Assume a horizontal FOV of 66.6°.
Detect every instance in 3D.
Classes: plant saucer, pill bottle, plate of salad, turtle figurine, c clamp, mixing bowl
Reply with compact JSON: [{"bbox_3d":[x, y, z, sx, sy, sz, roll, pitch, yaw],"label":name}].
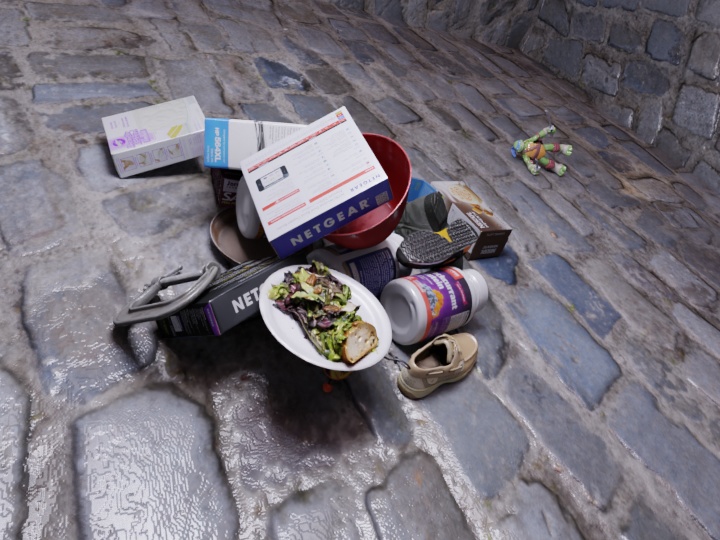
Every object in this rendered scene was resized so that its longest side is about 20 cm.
[{"bbox_3d":[-0.185,-0.054,1.028,0.194,0.033,0.203,15,37,-11],"label":"plant saucer"},{"bbox_3d":[0.138,0.055,0.986,0.196,0.113,0.112,-13,47,-38],"label":"pill bottle"},{"bbox_3d":[-0.043,0.052,0.758,0.194,0.049,0.203,17,36,-12],"label":"plate of salad"},{"bbox_3d":[0.607,-0.383,1.782,0.188,0.199,0.149,11,70,-21],"label":"turtle figurine"},{"bbox_3d":[-0.273,0.023,0.793,0.196,0.028,0.171,-7,27,40],"label":"c clamp"},{"bbox_3d":[-0.124,-0.118,1.018,0.195,0.118,0.117,-1,41,-30],"label":"pill bottle"},{"bbox_3d":[-0.004,-0.113,0.904,0.194,0.109,0.205,-7,58,11],"label":"mixing bowl"},{"bbox_3d":[0.000,0.000,0.982,0.197,0.118,0.116,-19,51,-42],"label":"pill bottle"}]

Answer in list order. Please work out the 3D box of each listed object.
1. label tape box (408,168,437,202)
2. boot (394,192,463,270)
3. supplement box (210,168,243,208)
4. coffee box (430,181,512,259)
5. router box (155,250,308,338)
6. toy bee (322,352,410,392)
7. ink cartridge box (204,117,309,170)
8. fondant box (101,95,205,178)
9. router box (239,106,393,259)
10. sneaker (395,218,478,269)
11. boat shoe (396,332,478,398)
[{"bbox_3d":[0.063,-0.169,1.209,0.062,0.147,0.201,-10,46,-37],"label":"label tape box"},{"bbox_3d":[0.134,-0.059,1.152,0.128,0.205,0.067,-11,14,40],"label":"boot"},{"bbox_3d":[-0.243,-0.190,1.119,0.106,0.062,0.201,4,27,-22],"label":"supplement box"},{"bbox_3d":[0.249,-0.124,1.305,0.112,0.081,0.201,-6,44,-33],"label":"coffee box"},{"bbox_3d":[-0.188,0.034,0.821,0.146,0.052,0.199,-9,16,40],"label":"router box"},{"bbox_3d":[-0.039,0.117,0.813,0.198,0.131,0.110,35,80,29],"label":"toy bee"},{"bbox_3d":[-0.166,-0.222,0.991,0.193,0.087,0.146,6,11,2],"label":"ink cartridge box"},{"bbox_3d":[-0.413,-0.278,1.123,0.195,0.059,0.145,-21,50,-17],"label":"fondant box"},{"bbox_3d":[-0.073,-0.140,0.847,0.196,0.049,0.182,-27,56,0],"label":"router box"},{"bbox_3d":[0.134,-0.027,1.012,0.197,0.091,0.071,-20,62,-38],"label":"sneaker"},{"bbox_3d":[0.142,0.145,0.913,0.071,0.066,0.197,40,39,25],"label":"boat shoe"}]
